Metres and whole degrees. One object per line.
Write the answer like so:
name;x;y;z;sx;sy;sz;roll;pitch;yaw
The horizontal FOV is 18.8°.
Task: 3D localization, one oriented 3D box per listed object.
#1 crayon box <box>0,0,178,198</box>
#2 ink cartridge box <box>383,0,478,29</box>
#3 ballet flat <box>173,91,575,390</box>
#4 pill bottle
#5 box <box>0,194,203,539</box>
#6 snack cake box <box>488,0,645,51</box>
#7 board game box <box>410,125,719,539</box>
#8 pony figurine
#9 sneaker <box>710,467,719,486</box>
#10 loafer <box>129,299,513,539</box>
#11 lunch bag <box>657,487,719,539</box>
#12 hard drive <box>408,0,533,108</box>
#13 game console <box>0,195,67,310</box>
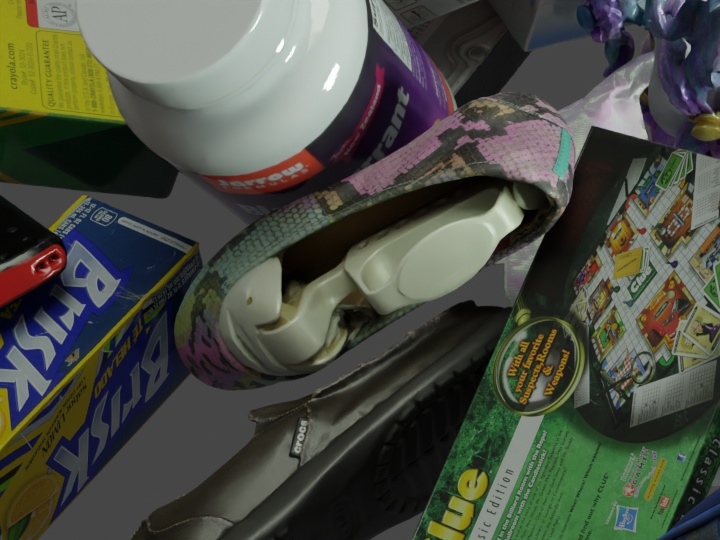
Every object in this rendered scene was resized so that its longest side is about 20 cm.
crayon box;-0.183;-0.103;0.987;0.199;0.051;0.127;6;47;-20
ink cartridge box;0.032;-0.208;1.026;0.162;0.050;0.201;-19;51;35
ballet flat;0.000;0.000;0.870;0.200;0.069;0.071;-31;25;21
pill bottle;-0.037;-0.081;0.902;0.111;0.200;0.112;-6;72;19
box;-0.146;0.060;0.903;0.070;0.064;0.200;22;53;27
snack cake box;0.144;-0.188;1.073;0.199;0.067;0.115;-16;57;-23
board game box;0.095;0.048;0.833;0.105;0.023;0.201;20;83;35
pony figurine;0.146;-0.080;0.941;0.166;0.200;0.194;5;61;0
sneaker;0.170;0.029;0.860;0.199;0.116;0.074;3;48;11
loafer;-0.013;0.069;0.871;0.200;0.073;0.071;-35;51;-26
lunch bag;0.189;0.143;0.704;0.132;0.136;0.200;-24;78;-17
hard drive;0.007;-0.118;1.079;0.139;0.038;0.200;20;52;25
game console;-0.235;0.009;0.944;0.177;0.031;0.200;-27;27;-20
